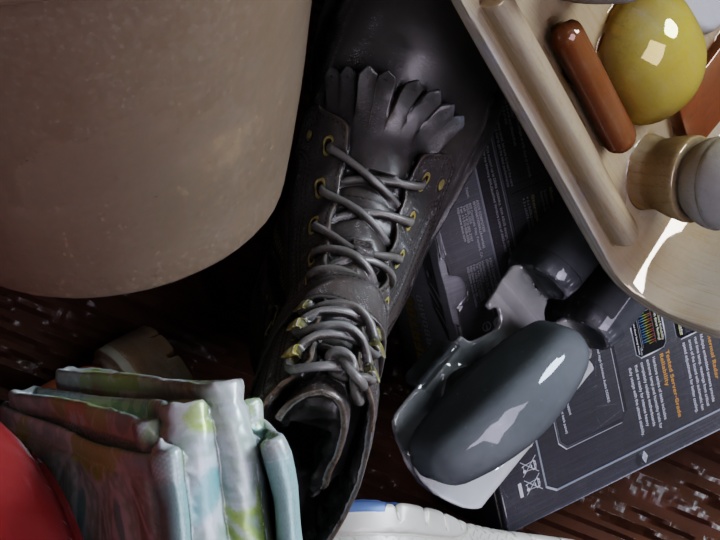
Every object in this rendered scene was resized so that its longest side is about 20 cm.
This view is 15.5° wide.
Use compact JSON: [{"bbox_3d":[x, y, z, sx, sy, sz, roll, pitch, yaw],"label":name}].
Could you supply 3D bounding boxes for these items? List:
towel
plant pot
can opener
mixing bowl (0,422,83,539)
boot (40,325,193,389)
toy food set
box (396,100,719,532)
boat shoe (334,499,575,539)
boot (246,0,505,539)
[{"bbox_3d":[-0.056,0.128,0.797,0.048,0.171,0.200,-8,94,-23],"label":"towel"},{"bbox_3d":[-0.089,-0.090,0.808,0.200,0.200,0.175,-25,129,-25],"label":"plant pot"},{"bbox_3d":[0.086,0.005,0.941,0.200,0.066,0.053,-51,120,-18],"label":"can opener"},{"bbox_3d":[-0.143,0.110,0.789,0.108,0.200,0.200,-10,105,-27],"label":"mixing bowl"},{"bbox_3d":[-0.081,0.130,0.918,0.107,0.075,0.200,-28,106,-20],"label":"boot"},{"bbox_3d":[0.112,-0.092,0.869,0.144,0.060,0.200,-57,138,-24],"label":"toy food set"},{"bbox_3d":[0.084,-0.023,0.997,0.158,0.048,0.200,-24,112,-26],"label":"box"},{"bbox_3d":[0.034,0.131,0.959,0.200,0.072,0.072,17,68,-51],"label":"boat shoe"},{"bbox_3d":[0.000,0.000,0.849,0.069,0.174,0.200,16,115,-2],"label":"boot"}]
